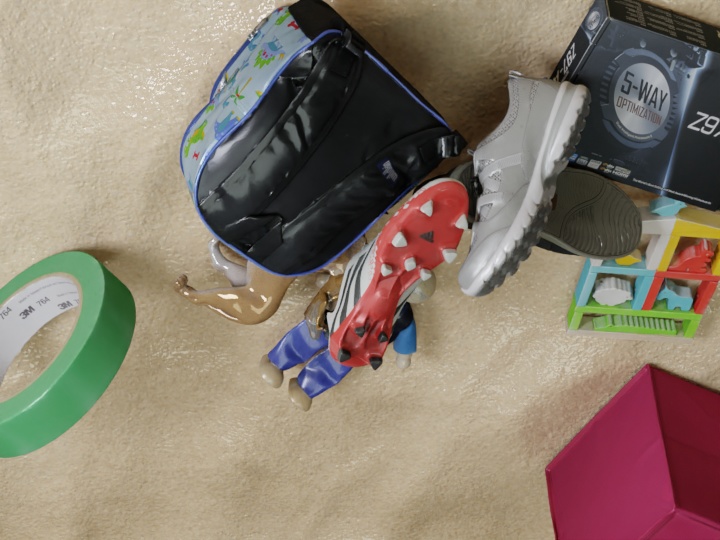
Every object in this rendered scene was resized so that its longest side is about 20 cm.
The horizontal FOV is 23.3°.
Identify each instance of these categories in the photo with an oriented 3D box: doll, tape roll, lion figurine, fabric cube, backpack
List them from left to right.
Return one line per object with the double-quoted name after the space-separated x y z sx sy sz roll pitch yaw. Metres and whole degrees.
-0.298 0.076 1.610 0.200 0.201 0.048 -27 128 22 "tape roll"
-0.082 -0.005 1.608 0.122 0.073 0.200 40 131 -1 "lion figurine"
-0.050 -0.107 1.467 0.200 0.147 0.183 -46 122 7 "backpack"
-0.002 0.057 1.707 0.136 0.049 0.200 40 116 -21 "doll"
0.332 0.255 1.801 0.199 0.201 0.196 23 129 -21 "fabric cube"

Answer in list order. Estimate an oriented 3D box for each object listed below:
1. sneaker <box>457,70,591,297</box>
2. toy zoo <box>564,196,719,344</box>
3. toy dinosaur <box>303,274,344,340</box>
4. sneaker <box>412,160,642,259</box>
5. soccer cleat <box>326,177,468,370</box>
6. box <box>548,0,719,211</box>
0.124 -0.074 1.486 0.082 0.201 0.075 24 178 16 "sneaker"
0.280 -0.002 1.666 0.130 0.021 0.200 4 140 -7 "toy zoo"
0.000 0.000 1.609 0.060 0.106 0.200 32 122 -26 "toy dinosaur"
0.152 -0.059 1.580 0.199 0.075 0.106 15 175 -21 "sneaker"
0.026 -0.006 1.498 0.068 0.085 0.201 16 118 -25 "soccer cleat"
0.265 -0.145 1.531 0.199 0.044 0.161 16 131 -16 "box"
